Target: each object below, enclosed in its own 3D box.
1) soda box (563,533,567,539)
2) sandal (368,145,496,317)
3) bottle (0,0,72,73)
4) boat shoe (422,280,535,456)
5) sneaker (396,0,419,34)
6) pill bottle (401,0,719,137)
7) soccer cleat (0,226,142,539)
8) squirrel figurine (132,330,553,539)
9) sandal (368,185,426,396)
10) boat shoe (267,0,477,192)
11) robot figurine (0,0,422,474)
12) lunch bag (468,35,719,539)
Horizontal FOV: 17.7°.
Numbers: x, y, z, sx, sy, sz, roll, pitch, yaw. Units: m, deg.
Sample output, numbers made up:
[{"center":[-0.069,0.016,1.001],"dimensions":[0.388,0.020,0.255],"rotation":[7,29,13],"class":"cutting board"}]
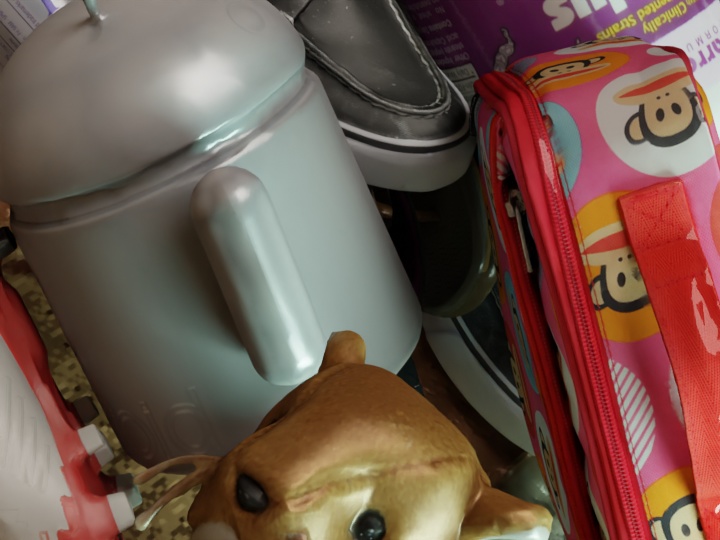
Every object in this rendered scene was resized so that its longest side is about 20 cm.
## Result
[{"center":[0.128,0.061,0.915],"dimensions":[0.063,0.070,0.201],"rotation":[69,28,-48],"class":"soda box"},{"center":[-0.006,-0.064,0.940],"dimensions":[0.054,0.082,0.201],"rotation":[-12,66,-33],"class":"sandal"},{"center":[-0.127,-0.112,0.889],"dimensions":[0.200,0.065,0.083],"rotation":[48,42,4],"class":"bottle"},{"center":[0.061,-0.020,0.965],"dimensions":[0.071,0.068,0.201],"rotation":[6,54,-36],"class":"boat shoe"},{"center":[0.044,-0.160,1.013],"dimensions":[0.099,0.071,0.200],"rotation":[-10,32,-12],"class":"sneaker"},{"center":[0.084,-0.091,0.876],"dimensions":[0.112,0.112,0.201],"rotation":[-41,105,-49],"class":"pill bottle"},{"center":[-0.131,0.053,0.757],"dimensions":[0.069,0.085,0.201],"rotation":[-149,-146,-86],"class":"soccer cleat"},{"center":[-0.012,0.113,0.688],"dimensions":[0.199,0.187,0.141],"rotation":[9,24,-47],"class":"squirrel figurine"},{"center":[0.001,0.000,0.867],"dimensions":[0.075,0.048,0.201],"rotation":[-17,89,-56],"class":"sandal"},{"center":[-0.031,-0.110,0.832],"dimensions":[0.073,0.068,0.199],"rotation":[-25,62,-39],"class":"boat shoe"},{"center":[-0.052,-0.013,0.769],"dimensions":[0.113,0.170,0.201],"rotation":[-29,108,-14],"class":"robot figurine"},{"center":[0.095,0.027,0.754],"dimensions":[0.176,0.081,0.201],"rotation":[-110,-175,-81],"class":"lunch bag"}]
